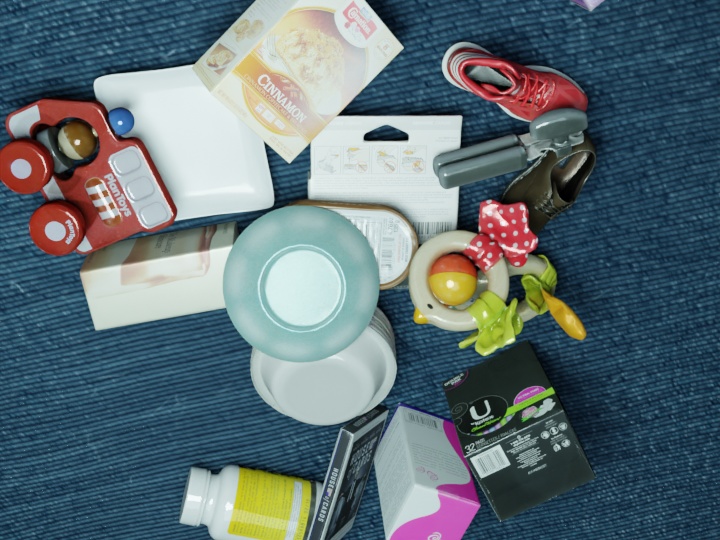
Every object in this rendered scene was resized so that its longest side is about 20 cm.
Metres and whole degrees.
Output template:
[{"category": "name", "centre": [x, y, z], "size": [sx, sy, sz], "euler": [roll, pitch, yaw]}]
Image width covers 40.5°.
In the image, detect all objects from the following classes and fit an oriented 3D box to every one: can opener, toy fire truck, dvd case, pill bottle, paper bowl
[{"category": "can opener", "centre": [0.188, -0.158, 1.235], "size": [0.199, 0.053, 0.067], "euler": [-19, 128, 0]}, {"category": "toy fire truck", "centre": [-0.337, -0.123, 1.204], "size": [0.167, 0.112, 0.201], "euler": [-21, 107, 7]}, {"category": "dvd case", "centre": [-0.020, 0.302, 1.394], "size": [0.025, 0.150, 0.201], "euler": [21, 103, 17]}, {"category": "pill bottle", "centre": [-0.159, 0.348, 1.432], "size": [0.199, 0.111, 0.112], "euler": [13, 112, -11]}, {"category": "paper bowl", "centre": [-0.050, 0.130, 1.330], "size": [0.199, 0.105, 0.201], "euler": [0, 126, 0]}]

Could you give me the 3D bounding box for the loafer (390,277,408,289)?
[{"category": "loafer", "centre": [0.000, 0.000, 1.318], "size": [0.199, 0.070, 0.068], "euler": [6, 113, -7]}]

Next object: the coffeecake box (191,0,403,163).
[{"category": "coffeecake box", "centre": [-0.072, -0.253, 1.158], "size": [0.200, 0.073, 0.153], "euler": [-45, 135, 6]}]

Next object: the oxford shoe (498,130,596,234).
[{"category": "oxford shoe", "centre": [0.239, -0.096, 1.290], "size": [0.072, 0.085, 0.200], "euler": [23, 113, -19]}]

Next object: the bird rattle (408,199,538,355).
[{"category": "bird rattle", "centre": [0.143, 0.006, 1.235], "size": [0.162, 0.113, 0.201], "euler": [4, 85, -5]}]

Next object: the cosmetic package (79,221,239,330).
[{"category": "cosmetic package", "centre": [-0.254, 0.005, 1.282], "size": [0.199, 0.103, 0.088], "euler": [-10, 112, -2]}]

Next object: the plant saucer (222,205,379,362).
[{"category": "plant saucer", "centre": [-0.073, 0.020, 1.220], "size": [0.200, 0.039, 0.202], "euler": [-1, 96, -5]}]

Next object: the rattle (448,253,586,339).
[{"category": "rattle", "centre": [0.182, 0.065, 1.323], "size": [0.199, 0.143, 0.130], "euler": [-9, 150, -10]}]

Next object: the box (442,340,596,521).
[{"category": "box", "centre": [0.215, 0.218, 1.359], "size": [0.148, 0.200, 0.125], "euler": [-26, 112, 7]}]

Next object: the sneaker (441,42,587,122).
[{"category": "sneaker", "centre": [0.201, -0.219, 1.217], "size": [0.199, 0.116, 0.079], "euler": [14, 111, -10]}]

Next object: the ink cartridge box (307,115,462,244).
[{"category": "ink cartridge box", "centre": [0.030, -0.122, 1.283], "size": [0.199, 0.045, 0.177], "euler": [-1, 113, -5]}]

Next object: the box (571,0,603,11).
[{"category": "box", "centre": [0.277, -0.443, 1.138], "size": [0.176, 0.097, 0.200], "euler": [-37, 110, 10]}]

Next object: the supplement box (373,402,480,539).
[{"category": "supplement box", "centre": [0.089, 0.293, 1.381], "size": [0.101, 0.200, 0.104], "euler": [20, 110, -13]}]

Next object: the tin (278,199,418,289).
[{"category": "tin", "centre": [-0.023, -0.033, 1.257], "size": [0.199, 0.042, 0.113], "euler": [2, 92, -6]}]

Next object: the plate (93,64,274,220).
[{"category": "plate", "centre": [-0.222, -0.165, 1.250], "size": [0.198, 0.032, 0.201], "euler": [-8, 114, 0]}]
